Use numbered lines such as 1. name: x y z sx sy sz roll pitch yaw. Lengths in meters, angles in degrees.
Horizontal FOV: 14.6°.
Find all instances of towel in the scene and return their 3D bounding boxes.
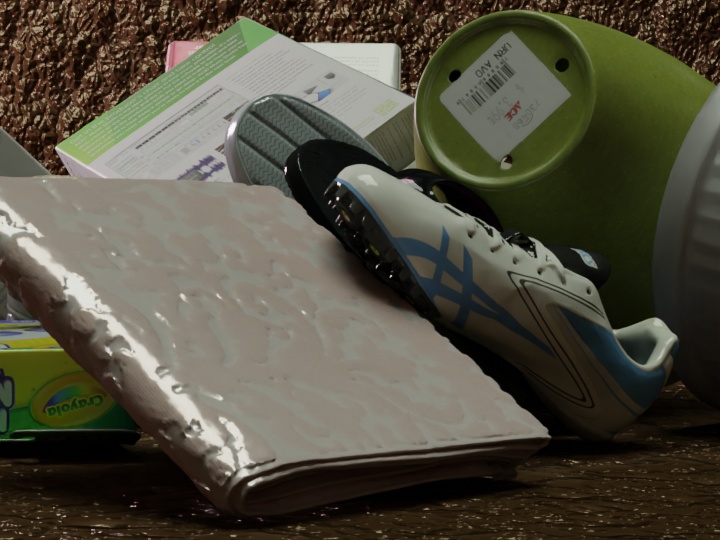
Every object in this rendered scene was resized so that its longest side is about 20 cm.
1. towel: -0.046 0.027 1.150 0.191 0.032 0.200 -1 34 -48

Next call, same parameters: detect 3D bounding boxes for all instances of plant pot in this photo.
1. plant pot: 0.102 -0.051 1.426 0.186 0.188 0.200 3 -16 23

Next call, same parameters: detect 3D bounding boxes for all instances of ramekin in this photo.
1. ramekin: 0.239 -0.014 1.362 0.202 0.203 0.094 -3 17 -45

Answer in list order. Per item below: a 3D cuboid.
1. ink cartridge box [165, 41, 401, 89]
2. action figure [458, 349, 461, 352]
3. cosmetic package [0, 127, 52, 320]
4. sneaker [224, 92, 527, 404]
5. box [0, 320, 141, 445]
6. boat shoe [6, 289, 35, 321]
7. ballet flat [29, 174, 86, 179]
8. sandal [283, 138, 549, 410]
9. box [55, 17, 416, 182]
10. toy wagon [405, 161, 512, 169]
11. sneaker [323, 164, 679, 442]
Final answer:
1. ink cartridge box: -0.050 -0.042 1.681 0.146 0.083 0.200 1 46 2
2. action figure: -0.025 0.037 1.270 0.199 0.055 0.118 12 40 -41
3. cosmetic package: -0.226 -0.037 1.530 0.200 0.085 0.107 42 -18 -26
4. sneaker: 0.000 0.000 1.384 0.073 0.200 0.071 -44 9 -24
5. box: -0.171 0.052 1.286 0.117 0.049 0.200 0 6 -16
6. boat shoe: -0.114 0.032 1.497 0.074 0.065 0.202 23 15 33
7. ballet flat: -0.085 0.013 1.340 0.199 0.068 0.067 24 9 -11
8. sandal: 0.050 -0.007 1.326 0.200 0.048 0.075 35 33 -22
9. box: -0.067 -0.070 1.581 0.144 0.036 0.200 -36 34 -16
10. toy wagon: 0.062 -0.017 1.600 0.199 0.040 0.156 15 45 -15
11. sneaker: 0.063 0.004 1.259 0.200 0.073 0.072 36 1 -32
